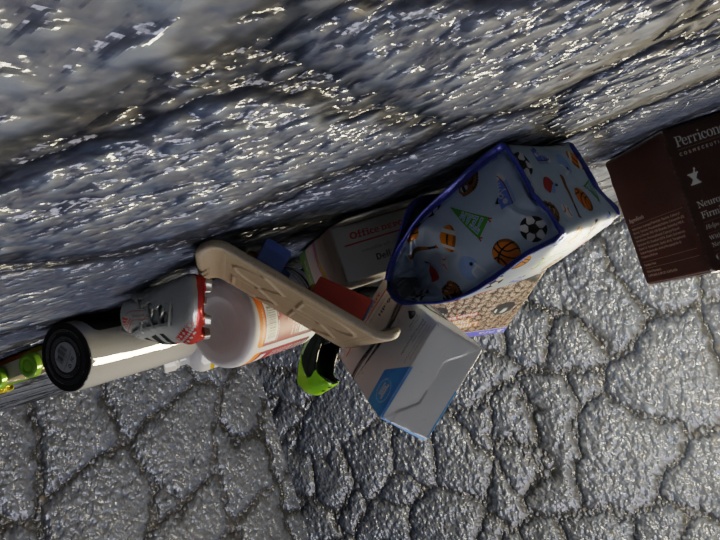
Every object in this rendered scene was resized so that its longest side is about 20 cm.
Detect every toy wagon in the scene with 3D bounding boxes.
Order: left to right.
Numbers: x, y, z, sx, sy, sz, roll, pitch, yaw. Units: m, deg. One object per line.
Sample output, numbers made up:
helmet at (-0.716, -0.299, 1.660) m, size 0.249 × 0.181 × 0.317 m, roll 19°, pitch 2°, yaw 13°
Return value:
toy wagon at (-0.462, 0.136, 0.984) m, size 0.198 × 0.040 × 0.155 m, roll -20°, pitch 176°, yaw 20°

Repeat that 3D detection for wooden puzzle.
wooden puzzle at (-0.065, 0.021, 0.687) m, size 0.198 × 0.047 × 0.185 m, roll 26°, pitch 168°, yaw -7°

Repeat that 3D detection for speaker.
speaker at (-0.293, 0.092, 0.858) m, size 0.080 × 0.082 × 0.199 m, roll -20°, pitch 176°, yaw 25°

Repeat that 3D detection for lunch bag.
lunch bag at (0.134, -0.039, 0.704) m, size 0.169 × 0.125 × 0.200 m, roll -13°, pitch 158°, yaw -49°

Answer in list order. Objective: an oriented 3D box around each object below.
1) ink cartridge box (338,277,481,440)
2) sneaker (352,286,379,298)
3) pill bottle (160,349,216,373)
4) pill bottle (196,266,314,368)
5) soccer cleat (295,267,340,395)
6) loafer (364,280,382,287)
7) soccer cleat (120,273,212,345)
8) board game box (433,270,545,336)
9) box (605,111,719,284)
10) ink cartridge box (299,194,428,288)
ink cartridge box at (0.043, 0.086, 0.777) m, size 0.117 × 0.067 × 0.200 m, roll -59°, pitch -157°, yaw 5°
sneaker at (0.001, 0.069, 0.975) m, size 0.073 × 0.089 × 0.200 m, roll -5°, pitch 178°, yaw 0°
pill bottle at (-0.210, 0.088, 1.031) m, size 0.197 × 0.106 × 0.104 m, roll -17°, pitch 176°, yaw -23°
pill bottle at (-0.124, 0.055, 0.917) m, size 0.112 × 0.115 × 0.199 m, roll -21°, pitch 175°, yaw 31°
soccer cleat at (-0.061, 0.086, 1.035) m, size 0.067 × 0.203 × 0.081 m, roll 13°, pitch 155°, yaw -41°
loafer at (0.000, 0.000, 1.066) m, size 0.072 × 0.074 × 0.199 m, roll -12°, pitch 172°, yaw -35°
soccer cleat at (-0.211, 0.046, 0.726) m, size 0.084 × 0.070 × 0.200 m, roll 4°, pitch 168°, yaw -24°
board game box at (0.150, 0.008, 0.962) m, size 0.157 × 0.098 × 0.201 m, roll -6°, pitch 148°, yaw -14°
box at (0.490, -0.104, 0.977) m, size 0.164 × 0.203 × 0.164 m, roll -18°, pitch 176°, yaw -8°
ink cartridge box at (0.009, -0.022, 0.808) m, size 0.116 × 0.068 × 0.200 m, roll -18°, pitch 176°, yaw -19°
